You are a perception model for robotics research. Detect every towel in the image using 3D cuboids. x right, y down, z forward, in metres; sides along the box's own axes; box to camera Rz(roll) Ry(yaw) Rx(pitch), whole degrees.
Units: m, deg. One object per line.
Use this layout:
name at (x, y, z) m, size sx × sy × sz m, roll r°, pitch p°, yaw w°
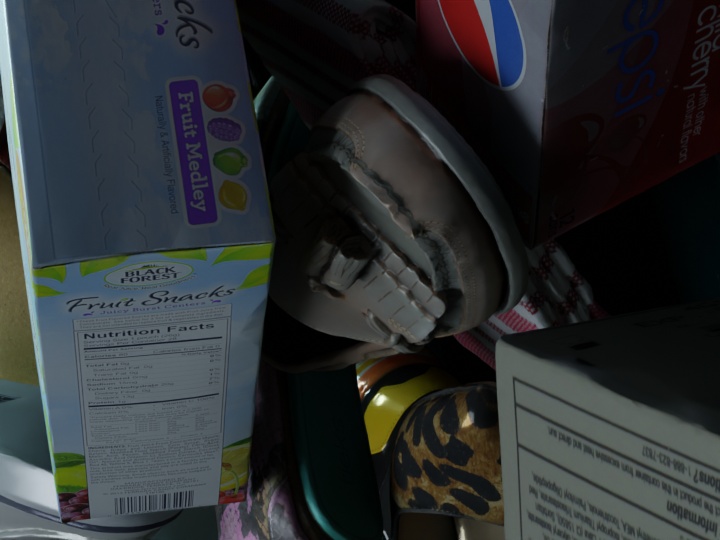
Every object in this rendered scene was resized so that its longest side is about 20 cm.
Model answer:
towel at (0.025, -0.027, 0.759) m, size 0.200 × 0.030 × 0.146 m, roll 55°, pitch 171°, yaw -30°

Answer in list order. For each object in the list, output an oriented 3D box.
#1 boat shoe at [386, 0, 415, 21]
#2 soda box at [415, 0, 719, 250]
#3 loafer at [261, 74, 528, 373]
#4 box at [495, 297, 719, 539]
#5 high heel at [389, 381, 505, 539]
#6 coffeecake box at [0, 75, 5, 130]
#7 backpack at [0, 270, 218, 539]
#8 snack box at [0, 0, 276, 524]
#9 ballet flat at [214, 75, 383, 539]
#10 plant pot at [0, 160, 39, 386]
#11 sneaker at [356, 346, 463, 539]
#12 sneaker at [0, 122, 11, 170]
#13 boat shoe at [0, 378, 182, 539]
boat shoe at (-0.003, -0.128, 0.721) m, size 0.074 × 0.060 × 0.201 m, roll 37°, pitch 150°, yaw 46°
soda box at (0.056, -0.098, 0.577) m, size 0.064 × 0.070 × 0.201 m, roll 52°, pitch 160°, yaw 30°
loafer at (0.000, 0.000, 0.680) m, size 0.072 × 0.063 × 0.200 m, roll 50°, pitch 173°, yaw 4°
box at (0.110, 0.114, 0.568) m, size 0.128 × 0.108 × 0.202 m, roll -157°, pitch 61°, yaw -63°
high heel at (0.031, 0.126, 0.780) m, size 0.071 × 0.144 × 0.200 m, roll 14°, pitch 156°, yaw 11°
coffeecake box at (-0.183, -0.092, 0.894) m, size 0.153 × 0.073 × 0.201 m, roll 33°, pitch 103°, yaw 56°
backpack at (-0.091, 0.035, 1.039) m, size 0.153 × 0.175 × 0.201 m, roll -4°, pitch 112°, yaw 53°
snack box at (-0.069, -0.039, 0.702) m, size 0.200 × 0.067 × 0.170 m, roll 98°, pitch 163°, yaw -67°
ballet flat at (-0.032, 0.019, 0.823) m, size 0.069 × 0.071 × 0.202 m, roll 31°, pitch -133°, yaw -44°
plant pot at (-0.160, 0.038, 0.966) m, size 0.199 × 0.027 × 0.202 m, roll 11°, pitch 106°, yaw 42°
sneaker at (0.041, 0.130, 0.949) m, size 0.090 × 0.070 × 0.201 m, roll 38°, pitch 148°, yaw 61°
sneaker at (-0.066, -0.025, 0.937) m, size 0.199 × 0.079 × 0.116 m, roll 31°, pitch 164°, yaw 15°
boat shoe at (-0.128, 0.081, 0.875) m, size 0.199 × 0.072 × 0.066 m, roll 7°, pitch 104°, yaw 45°
